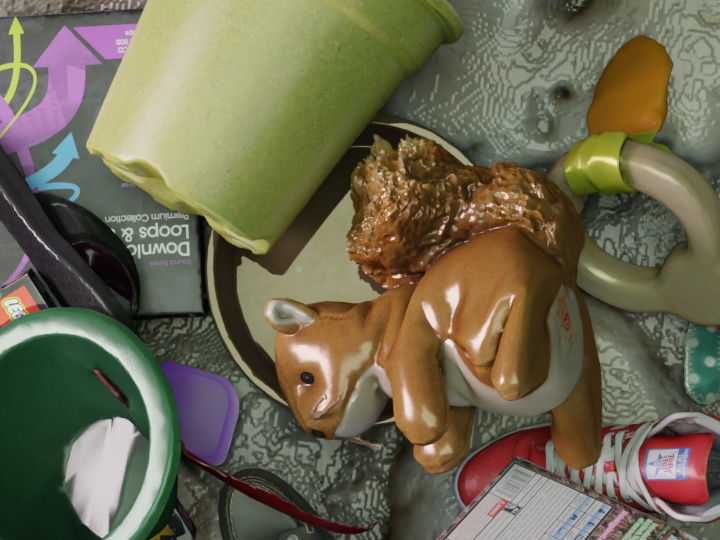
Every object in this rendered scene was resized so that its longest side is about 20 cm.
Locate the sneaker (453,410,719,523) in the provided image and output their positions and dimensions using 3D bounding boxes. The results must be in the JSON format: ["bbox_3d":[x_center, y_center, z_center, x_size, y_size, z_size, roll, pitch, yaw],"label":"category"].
[{"bbox_3d":[0.157,0.125,1.624,0.199,0.112,0.072,-5,85,1],"label":"sneaker"}]

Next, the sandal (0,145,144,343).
[{"bbox_3d":[-0.181,-0.020,1.635,0.048,0.075,0.201,-36,86,-18],"label":"sandal"}]

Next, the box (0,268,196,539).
[{"bbox_3d":[-0.212,0.119,1.654,0.136,0.038,0.201,-32,97,1],"label":"box"}]

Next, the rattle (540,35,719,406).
[{"bbox_3d":[0.207,-0.027,1.677,0.200,0.143,0.130,39,120,-11],"label":"rattle"}]

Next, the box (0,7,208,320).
[{"bbox_3d":[-0.173,-0.066,1.688,0.142,0.036,0.201,-4,87,2],"label":"box"}]

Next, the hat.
[{"bbox_3d":[-0.139,0.132,1.632,0.166,0.176,0.200,-47,62,8],"label":"hat"}]

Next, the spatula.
[{"bbox_3d":[-0.174,0.071,1.684,0.199,0.021,0.057,17,90,4],"label":"spatula"}]

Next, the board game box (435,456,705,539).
[{"bbox_3d":[0.134,0.221,1.543,0.199,0.159,0.097,23,126,21],"label":"board game box"}]

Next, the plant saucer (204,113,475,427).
[{"bbox_3d":[0.000,0.000,1.681,0.199,0.029,0.201,0,86,2],"label":"plant saucer"}]

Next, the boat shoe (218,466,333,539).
[{"bbox_3d":[-0.034,0.216,1.651,0.067,0.057,0.201,-24,85,0],"label":"boat shoe"}]

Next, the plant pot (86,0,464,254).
[{"bbox_3d":[-0.068,-0.119,1.603,0.200,0.200,0.185,31,85,4],"label":"plant pot"}]

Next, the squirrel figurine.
[{"bbox_3d":[0.039,0.022,1.598,0.186,0.141,0.201,-5,72,25],"label":"squirrel figurine"}]
